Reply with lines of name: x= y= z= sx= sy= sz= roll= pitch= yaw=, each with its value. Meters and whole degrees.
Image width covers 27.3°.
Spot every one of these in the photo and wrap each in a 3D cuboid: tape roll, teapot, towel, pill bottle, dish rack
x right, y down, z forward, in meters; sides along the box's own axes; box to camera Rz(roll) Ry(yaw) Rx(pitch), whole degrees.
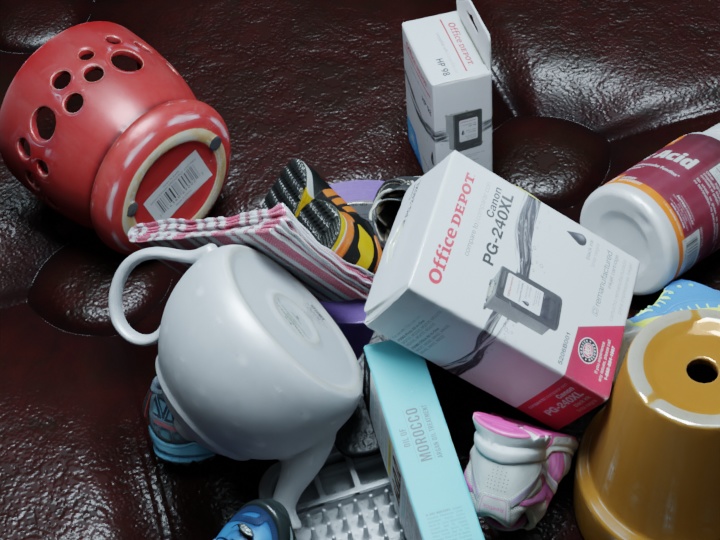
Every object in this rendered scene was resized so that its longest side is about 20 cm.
tape roll: x=0.000 y=0.000 z=1.481 sx=0.197 sy=0.066 sz=0.202 roll=-3 pitch=46 yaw=3
teapot: x=-0.106 y=0.084 z=1.254 sx=0.146 sy=0.197 sz=0.201 roll=-42 pitch=38 yaw=15
towel: x=-0.098 y=-0.011 z=1.351 sx=0.198 sy=0.146 sz=0.030 roll=-2 pitch=62 yaw=41
pill bottle: x=0.320 y=-0.068 z=1.471 sx=0.199 sy=0.115 sz=0.114 roll=-30 pitch=49 yaw=-34
dish rack: x=0.014 y=0.233 z=1.265 sx=0.169 sy=0.044 sz=0.201 roll=-15 pitch=46 yaw=-10

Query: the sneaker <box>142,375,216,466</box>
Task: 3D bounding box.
sneaker: x=-0.102 y=0.104 z=1.356 sx=0.198 sy=0.097 sz=0.079 roll=-22 pitch=31 yaw=-15

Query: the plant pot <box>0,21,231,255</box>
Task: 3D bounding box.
plant pot: x=-0.248 y=-0.132 z=1.544 sx=0.200 sy=0.202 sz=0.182 roll=-36 pitch=54 yaw=-27

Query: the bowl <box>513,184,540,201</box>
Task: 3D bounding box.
bowl: x=0.142 y=0.025 z=1.399 sx=0.200 sy=0.094 sz=0.202 roll=32 pitch=36 yaw=-27

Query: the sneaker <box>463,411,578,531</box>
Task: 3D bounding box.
sneaker: x=0.126 y=0.170 z=1.242 sx=0.080 sy=0.200 sz=0.089 roll=15 pitch=88 yaw=21

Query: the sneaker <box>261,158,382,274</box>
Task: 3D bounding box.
sneaker: x=-0.032 y=-0.040 z=1.441 sx=0.070 sy=0.090 sz=0.200 roll=-53 pitch=27 yaw=7

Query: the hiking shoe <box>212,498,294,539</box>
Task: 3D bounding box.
hiking shoe: x=-0.125 y=0.265 z=1.177 sx=0.074 sy=0.087 sz=0.201 roll=31 pitch=79 yaw=28

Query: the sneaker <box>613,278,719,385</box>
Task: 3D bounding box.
sneaker: x=0.285 y=0.058 z=1.382 sx=0.197 sy=0.077 sz=0.105 roll=2 pitch=29 yaw=-23

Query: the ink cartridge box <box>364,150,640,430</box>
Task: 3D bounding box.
ink cartridge box: x=0.120 y=0.017 z=1.240 sx=0.198 sy=0.083 sz=0.146 roll=29 pitch=58 yaw=-14

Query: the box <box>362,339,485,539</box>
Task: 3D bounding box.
box: x=0.050 y=0.161 z=1.219 sx=0.048 sy=0.083 sz=0.202 roll=-12 pitch=59 yaw=-8

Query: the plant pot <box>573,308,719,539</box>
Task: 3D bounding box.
plant pot: x=0.279 y=0.139 z=1.230 sx=0.197 sy=0.185 sz=0.202 roll=-3 pitch=45 yaw=3

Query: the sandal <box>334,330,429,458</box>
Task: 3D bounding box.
sandal: x=0.032 y=0.088 z=1.342 sx=0.074 sy=0.048 sz=0.202 roll=16 pitch=59 yaw=14

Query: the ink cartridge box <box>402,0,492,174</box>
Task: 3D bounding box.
ink cartridge box: x=0.091 y=-0.188 z=1.561 sx=0.066 sy=0.202 sz=0.116 roll=-13 pitch=45 yaw=-8

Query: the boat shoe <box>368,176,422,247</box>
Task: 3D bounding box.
boat shoe: x=0.041 y=-0.049 z=1.389 sx=0.060 sy=0.075 sz=0.200 roll=17 pitch=16 yaw=-21
